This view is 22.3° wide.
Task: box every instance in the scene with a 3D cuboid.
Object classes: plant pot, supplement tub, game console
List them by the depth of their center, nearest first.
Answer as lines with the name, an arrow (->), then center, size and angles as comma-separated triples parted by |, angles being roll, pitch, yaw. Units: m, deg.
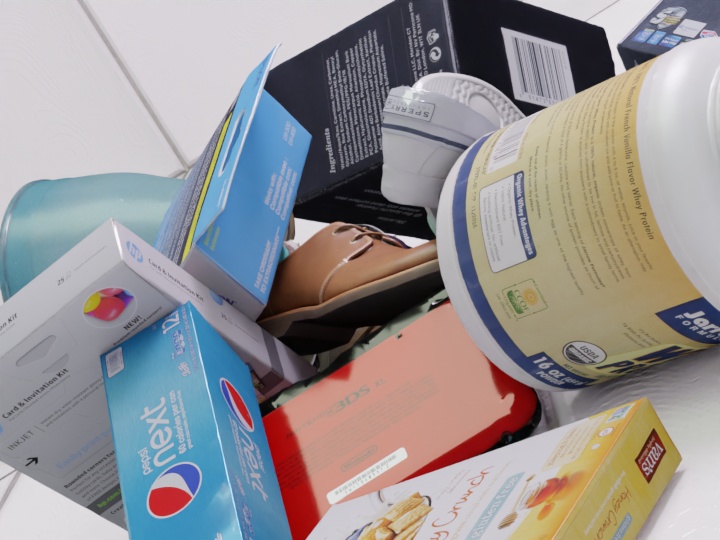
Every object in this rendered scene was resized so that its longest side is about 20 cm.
supplement tub -> 0.151, -0.029, 0.909 | 0.199, 0.145, 0.144 | -22, 15, 43
game console -> 0.009, 0.107, 1.052 | 0.199, 0.119, 0.173 | -33, 42, 4
plant pot -> -0.212, -0.005, 1.746 | 0.186, 0.202, 0.200 | -11, 19, 23

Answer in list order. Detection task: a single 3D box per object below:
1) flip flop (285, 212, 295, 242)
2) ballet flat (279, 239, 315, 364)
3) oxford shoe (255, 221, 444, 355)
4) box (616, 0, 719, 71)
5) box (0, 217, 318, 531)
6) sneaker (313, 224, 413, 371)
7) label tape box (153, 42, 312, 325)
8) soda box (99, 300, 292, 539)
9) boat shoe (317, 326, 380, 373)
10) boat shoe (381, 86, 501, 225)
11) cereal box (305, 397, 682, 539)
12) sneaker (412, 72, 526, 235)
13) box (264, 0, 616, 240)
flip flop -> -0.104, 0.011, 1.289 | 0.081, 0.057, 0.201 | -19, 40, 46
ballet flat -> -0.063, 0.077, 1.213 | 0.072, 0.071, 0.202 | -15, 50, 57
oxford shoe -> 0.000, 0.000, 1.107 | 0.071, 0.072, 0.199 | 13, -20, -42
box -> 0.278, -0.153, 1.113 | 0.158, 0.051, 0.199 | -43, 36, -18
box -> -0.137, 0.073, 1.085 | 0.155, 0.200, 0.041 | -37, 46, 15
sneaker -> -0.031, 0.055, 1.312 | 0.200, 0.076, 0.087 | -41, -24, 15
label tape box -> -0.082, -0.025, 1.151 | 0.200, 0.066, 0.144 | -50, 21, 48
soda box -> -0.085, 0.111, 0.963 | 0.064, 0.068, 0.201 | -31, 38, 10
boat shoe -> 0.057, 0.022, 1.159 | 0.200, 0.073, 0.063 | -31, 23, 14
boat shoe -> 0.058, -0.054, 1.044 | 0.073, 0.067, 0.199 | 17, 1, 31
cereal box -> 0.034, 0.133, 0.815 | 0.199, 0.040, 0.144 | -24, 14, 38
sneaker -> 0.073, -0.055, 1.216 | 0.118, 0.200, 0.074 | -28, 53, 34
box -> 0.061, -0.112, 1.362 | 0.199, 0.119, 0.196 | -24, -22, 40
